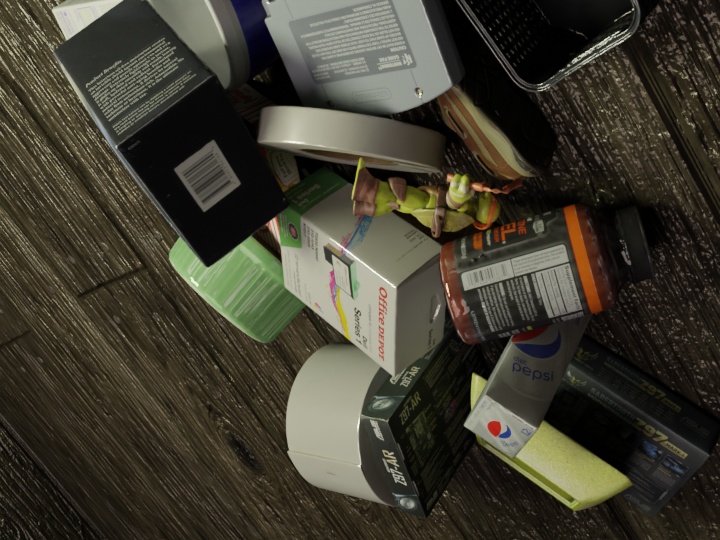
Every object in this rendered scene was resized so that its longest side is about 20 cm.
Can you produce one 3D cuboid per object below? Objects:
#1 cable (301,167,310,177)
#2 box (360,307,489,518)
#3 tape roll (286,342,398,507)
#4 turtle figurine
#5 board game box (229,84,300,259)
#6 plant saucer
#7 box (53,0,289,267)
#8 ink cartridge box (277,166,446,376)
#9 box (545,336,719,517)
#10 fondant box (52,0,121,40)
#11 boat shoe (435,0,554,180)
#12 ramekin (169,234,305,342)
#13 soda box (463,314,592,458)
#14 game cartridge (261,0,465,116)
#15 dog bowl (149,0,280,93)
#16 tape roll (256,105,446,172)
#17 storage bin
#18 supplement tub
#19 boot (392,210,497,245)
[{"bbox_3d":[-0.013,-0.046,1.136,0.096,0.051,0.201,-11,127,42],"label":"cable"},{"bbox_3d":[0.091,0.172,1.100,0.043,0.200,0.163,5,130,38],"label":"box"},{"bbox_3d":[0.016,0.203,1.203,0.137,0.203,0.205,0,126,42],"label":"tape roll"},{"bbox_3d":[0.072,-0.067,0.893,0.157,0.200,0.066,8,93,3],"label":"turtle figurine"},{"bbox_3d":[-0.127,-0.127,1.108,0.151,0.046,0.203,39,150,46],"label":"board game box"},{"bbox_3d":[0.201,0.208,1.016,0.198,0.048,0.200,34,170,18],"label":"plant saucer"},{"bbox_3d":[-0.198,-0.147,0.945,0.199,0.122,0.201,49,172,39],"label":"box"},{"bbox_3d":[0.000,0.000,1.015,0.199,0.083,0.147,36,145,32],"label":"ink cartridge box"},{"bbox_3d":[0.293,0.179,1.039,0.198,0.051,0.159,33,143,16],"label":"box"},{"bbox_3d":[-0.289,-0.285,1.141,0.197,0.058,0.146,8,131,40],"label":"fondant box"},{"bbox_3d":[0.104,-0.166,0.868,0.201,0.076,0.073,53,146,-10],"label":"boat shoe"},{"bbox_3d":[-0.158,0.003,1.180,0.199,0.098,0.200,42,179,1],"label":"ramekin"},{"bbox_3d":[0.182,0.090,0.931,0.063,0.201,0.069,31,143,8],"label":"soda box"},{"bbox_3d":[0.002,-0.210,0.830,0.197,0.040,0.135,4,124,44],"label":"game cartridge"},{"bbox_3d":[-0.161,-0.294,0.939,0.201,0.078,0.201,48,162,21],"label":"dog bowl"},{"bbox_3d":[-0.009,-0.133,0.922,0.200,0.201,0.038,11,94,37],"label":"tape roll"},{"bbox_3d":[0.142,-0.267,0.716,0.201,0.094,0.134,52,143,-9],"label":"storage bin"},{"bbox_3d":[0.182,-0.001,0.878,0.196,0.108,0.108,-16,119,15],"label":"supplement tub"},{"bbox_3d":[0.093,0.004,1.042,0.197,0.073,0.158,27,140,25],"label":"boot"}]
